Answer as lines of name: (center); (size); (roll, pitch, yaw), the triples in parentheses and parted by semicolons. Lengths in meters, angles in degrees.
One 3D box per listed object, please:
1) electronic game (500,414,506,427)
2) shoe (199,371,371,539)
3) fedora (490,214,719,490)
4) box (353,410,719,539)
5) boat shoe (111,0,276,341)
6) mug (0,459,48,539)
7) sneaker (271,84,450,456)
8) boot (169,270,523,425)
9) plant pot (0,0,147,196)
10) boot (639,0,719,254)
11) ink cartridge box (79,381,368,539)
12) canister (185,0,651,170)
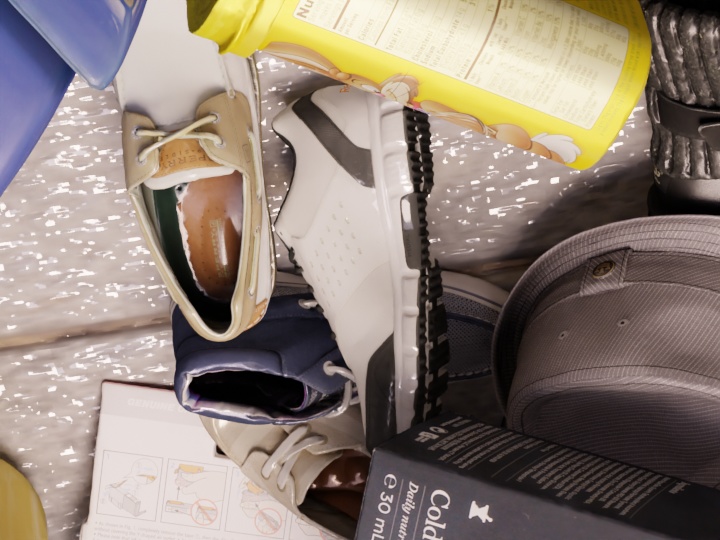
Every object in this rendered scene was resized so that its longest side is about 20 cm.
electronic game: (0.175, 0.111, 1.237); (0.200, 0.042, 0.200); (-1, 109, -3)
shoe: (-0.002, 0.114, 1.199); (0.200, 0.053, 0.070); (32, 96, -4)
fedora: (0.154, 0.066, 1.117); (0.200, 0.090, 0.177); (-6, 118, 24)
box: (0.094, 0.194, 1.051); (0.196, 0.124, 0.200); (14, 100, 18)
boat shoe: (-0.082, -0.061, 1.078); (0.075, 0.068, 0.200); (-14, 108, 6)
mug: (-0.222, 0.165, 1.196); (0.187, 0.153, 0.149); (-40, 118, 21)
sneaker: (0.000, 0.000, 1.114); (0.080, 0.074, 0.200); (-6, 87, 12)
boot: (-0.004, 0.050, 1.167); (0.200, 0.090, 0.073); (2, 125, -5)
plant pot: (-0.203, -0.128, 0.956); (0.180, 0.200, 0.200); (-38, 106, 13)
boot: (0.242, -0.084, 1.097); (0.211, 0.079, 0.158); (-4, 125, 0)
ink cartridge box: (-0.061, 0.159, 1.254); (0.200, 0.045, 0.177); (8, 97, -1)
canister: (0.026, -0.133, 1.009); (0.200, 0.149, 0.087); (19, 121, -18)
